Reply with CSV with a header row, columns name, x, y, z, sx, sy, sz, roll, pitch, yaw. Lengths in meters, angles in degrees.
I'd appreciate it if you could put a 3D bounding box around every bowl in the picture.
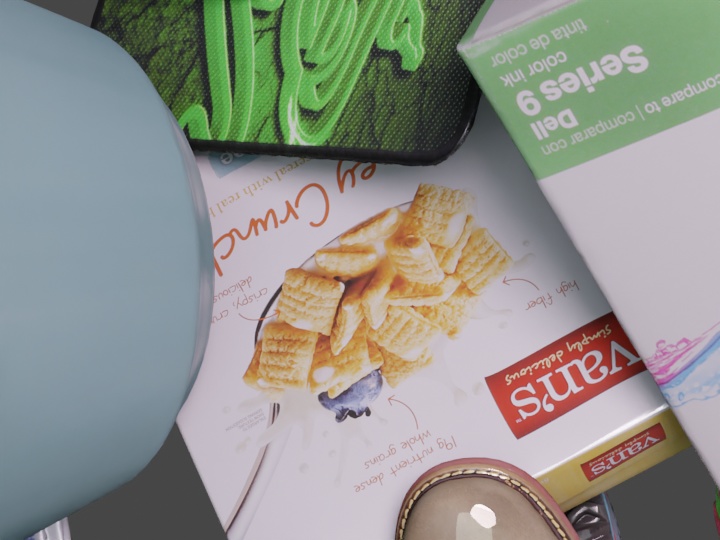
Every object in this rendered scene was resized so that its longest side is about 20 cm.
name,x,y,z,sx,sy,sz,roll,pitch,yaw
bowl,-0.116,-0.002,0.887,0.105,0.201,0.201,-4,90,-33

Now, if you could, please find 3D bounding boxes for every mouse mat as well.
name,x,y,z,sx,sy,sz,roll,pitch,yaw
mouse mat,-0.010,-0.131,0.918,0.161,0.008,0.200,5,78,37

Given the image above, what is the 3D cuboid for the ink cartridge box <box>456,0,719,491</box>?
name,x,y,z,sx,sy,sz,roll,pitch,yaw
ink cartridge box,0.126,-0.028,0.867,0.087,0.145,0.200,-24,110,29

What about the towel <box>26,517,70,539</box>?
name,x,y,z,sx,sy,sz,roll,pitch,yaw
towel,-0.197,0.061,0.983,0.200,0.024,0.147,-6,89,4

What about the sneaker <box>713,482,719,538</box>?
name,x,y,z,sx,sy,sz,roll,pitch,yaw
sneaker,0.190,0.119,0.911,0.084,0.077,0.200,-31,65,-8

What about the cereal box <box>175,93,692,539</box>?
name,x,y,z,sx,sy,sz,roll,pitch,yaw
cereal box,0.000,0.000,0.920,0.144,0.040,0.200,-29,60,2

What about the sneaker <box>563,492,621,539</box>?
name,x,y,z,sx,sy,sz,roll,pitch,yaw
sneaker,0.070,0.140,0.927,0.079,0.096,0.200,-11,76,14

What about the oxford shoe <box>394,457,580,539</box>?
name,x,y,z,sx,sy,sz,roll,pitch,yaw
oxford shoe,0.048,0.153,0.832,0.070,0.075,0.200,-13,94,12
